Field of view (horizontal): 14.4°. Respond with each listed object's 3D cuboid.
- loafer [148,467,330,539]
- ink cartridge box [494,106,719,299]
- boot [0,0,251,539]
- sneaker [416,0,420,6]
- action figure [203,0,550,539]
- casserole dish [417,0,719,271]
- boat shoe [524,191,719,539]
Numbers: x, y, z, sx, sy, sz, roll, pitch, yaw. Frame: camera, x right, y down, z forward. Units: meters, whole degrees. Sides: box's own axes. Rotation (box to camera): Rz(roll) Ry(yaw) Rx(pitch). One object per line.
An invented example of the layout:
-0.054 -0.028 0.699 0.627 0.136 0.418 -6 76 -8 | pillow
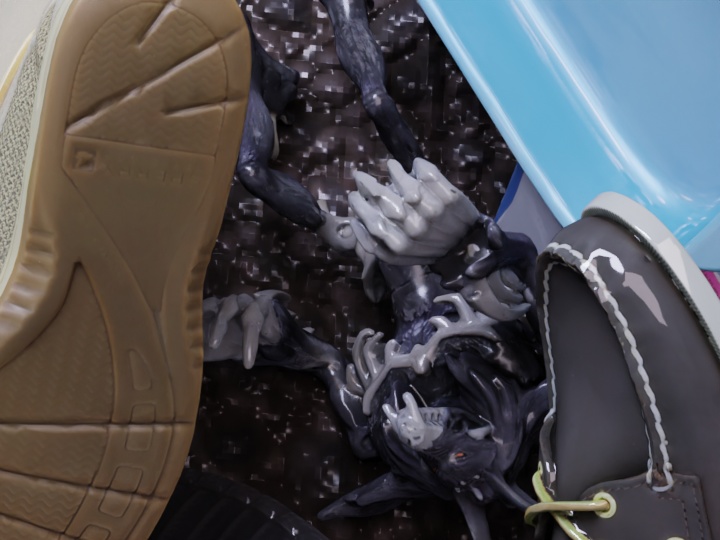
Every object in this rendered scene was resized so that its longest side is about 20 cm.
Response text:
-0.017 0.125 0.820 0.200 0.071 0.073 27 42 23 | loafer
0.160 -0.010 0.894 0.200 0.076 0.137 -26 77 -17 | ink cartridge box
-0.093 -0.004 0.823 0.073 0.155 0.200 10 103 -19 | boot
0.093 -0.107 0.866 0.081 0.200 0.084 -35 119 -35 | sneaker
0.000 0.000 0.848 0.119 0.102 0.200 -34 70 28 | action figure
0.070 -0.092 0.813 0.039 0.121 0.200 -18 69 -37 | casserole dish
0.082 0.077 0.801 0.060 0.072 0.202 -26 114 -19 | boat shoe
